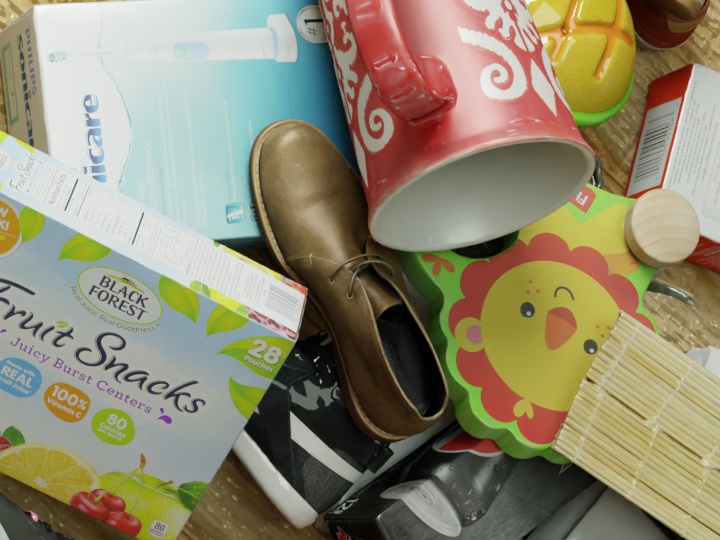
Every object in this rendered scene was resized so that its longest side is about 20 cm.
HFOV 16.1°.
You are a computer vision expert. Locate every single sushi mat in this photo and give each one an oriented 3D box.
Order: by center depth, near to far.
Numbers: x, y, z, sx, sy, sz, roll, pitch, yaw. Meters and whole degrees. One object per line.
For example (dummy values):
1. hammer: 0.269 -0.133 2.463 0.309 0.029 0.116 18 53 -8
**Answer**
1. sushi mat: 0.210 0.116 1.516 0.200 0.012 0.096 34 75 -14

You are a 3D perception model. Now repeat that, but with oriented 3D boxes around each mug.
1. mug: 0.045 -0.138 1.444 0.133 0.178 0.201 -12 67 -10

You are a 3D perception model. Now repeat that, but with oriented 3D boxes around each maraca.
1. maraca: 0.095 -0.173 1.607 0.200 0.107 0.137 49 41 3

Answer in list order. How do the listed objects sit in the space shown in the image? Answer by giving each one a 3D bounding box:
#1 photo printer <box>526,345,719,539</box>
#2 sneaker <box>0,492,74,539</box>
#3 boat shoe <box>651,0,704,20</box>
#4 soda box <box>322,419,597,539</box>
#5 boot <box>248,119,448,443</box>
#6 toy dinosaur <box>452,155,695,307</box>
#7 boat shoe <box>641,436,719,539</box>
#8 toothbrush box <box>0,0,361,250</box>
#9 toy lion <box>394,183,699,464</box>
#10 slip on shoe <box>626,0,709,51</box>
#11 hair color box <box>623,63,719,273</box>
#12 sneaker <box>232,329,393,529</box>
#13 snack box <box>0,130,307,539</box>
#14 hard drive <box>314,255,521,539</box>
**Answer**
1. photo printer: 0.219 0.161 1.634 0.166 0.069 0.200 47 69 -11
2. sneaker: -0.164 0.170 1.474 0.099 0.071 0.200 -39 105 -24
3. boat shoe: 0.154 -0.243 1.621 0.200 0.072 0.072 40 92 20
4. soda box: 0.077 0.126 1.545 0.200 0.063 0.071 -34 104 -31
5. boot: 0.000 0.000 1.468 0.073 0.075 0.201 -24 89 -19
6. toy dinosaur: 0.116 -0.031 1.608 0.199 0.047 0.088 13 56 -16
7. boat shoe: 0.226 0.187 1.562 0.066 0.072 0.201 -34 101 -11
8. toothbrush box: -0.105 -0.084 1.519 0.199 0.085 0.147 -6 86 -25
9. toy lion: 0.101 0.009 1.529 0.200 0.069 0.192 36 66 -6
10. slip on shoe: 0.181 -0.244 1.676 0.074 0.061 0.201 -19 90 -22
11. hair color box: 0.277 -0.047 1.690 0.199 0.064 0.111 21 74 -18
12. sneaker: -0.054 0.046 1.519 0.112 0.073 0.200 -38 108 -3
13. snack box: -0.156 0.042 1.428 0.199 0.068 0.169 27 118 -11
14. hard drive: 0.058 0.083 1.600 0.131 0.026 0.201 20 75 -20
